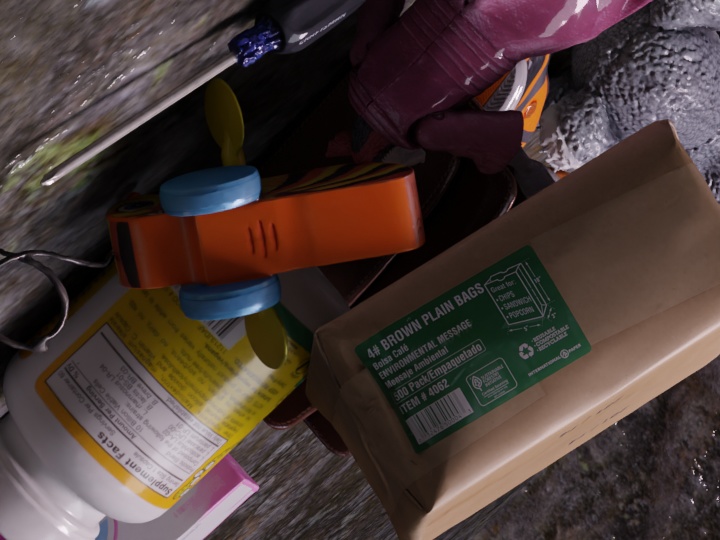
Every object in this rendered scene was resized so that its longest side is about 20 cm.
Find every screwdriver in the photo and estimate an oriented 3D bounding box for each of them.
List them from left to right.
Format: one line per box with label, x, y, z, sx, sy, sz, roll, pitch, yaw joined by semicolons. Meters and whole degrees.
screwdriver;-0.065;-0.087;1.206;0.029;0.028;0.200;-10;-158;48

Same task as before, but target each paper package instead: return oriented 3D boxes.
paper package;0.082;0.034;1.329;0.200;0.104;0.191;-31;171;-8

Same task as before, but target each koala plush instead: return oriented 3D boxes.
koala plush;0.195;-0.117;1.703;0.177;0.184;0.200;-45;157;11

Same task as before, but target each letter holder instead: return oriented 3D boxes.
letter holder;0.000;0.000;1.480;0.200;0.142;0.101;-46;169;18

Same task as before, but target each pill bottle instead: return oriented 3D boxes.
pill bottle;-0.109;0.056;1.392;0.200;0.113;0.113;-44;169;4

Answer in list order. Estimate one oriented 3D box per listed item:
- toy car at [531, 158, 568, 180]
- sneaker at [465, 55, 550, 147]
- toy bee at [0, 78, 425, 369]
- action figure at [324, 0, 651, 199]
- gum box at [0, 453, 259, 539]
toy car;0.064;0.001;1.725;0.199;0.150;0.175;-21;129;8
sneaker;0.044;-0.061;1.573;0.200;0.078;0.112;-46;168;20
toy bee;-0.075;-0.025;1.278;0.109;0.199;0.131;-129;-131;-74
action figure;0.053;-0.107;1.279;0.200;0.134;0.149;-48;167;14
gum box;-0.169;0.141;1.505;0.200;0.114;0.066;-42;170;-2
